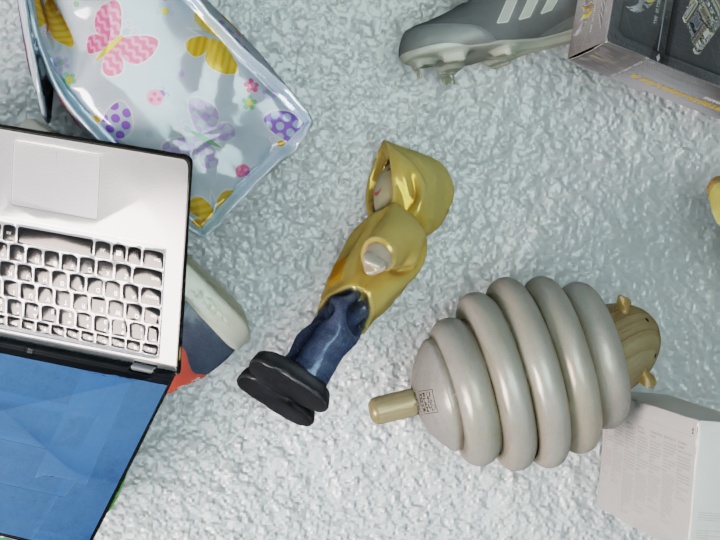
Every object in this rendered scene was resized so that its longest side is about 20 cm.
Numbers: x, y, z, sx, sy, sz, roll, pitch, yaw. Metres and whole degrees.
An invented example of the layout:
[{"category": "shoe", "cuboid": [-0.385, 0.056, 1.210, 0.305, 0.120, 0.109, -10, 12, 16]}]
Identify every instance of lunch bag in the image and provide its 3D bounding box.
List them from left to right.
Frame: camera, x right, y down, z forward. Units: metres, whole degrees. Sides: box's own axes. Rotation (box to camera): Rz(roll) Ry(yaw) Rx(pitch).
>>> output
[{"category": "lunch bag", "cuboid": [-0.139, -0.125, 1.185, 0.127, 0.170, 0.200, -43, 100, -2]}]

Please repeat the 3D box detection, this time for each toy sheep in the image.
[{"category": "toy sheep", "cuboid": [0.101, 0.068, 1.248, 0.199, 0.138, 0.139, -19, 95, -8]}]

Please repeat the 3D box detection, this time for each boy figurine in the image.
[{"category": "boy figurine", "cuboid": [0.000, 0.000, 1.239, 0.064, 0.124, 0.201, 32, 69, -4]}]

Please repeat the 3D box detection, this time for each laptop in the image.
[{"category": "laptop", "cuboid": [-0.206, 0.029, 1.087, 0.186, 0.116, 0.202, 10, 105, 17]}]

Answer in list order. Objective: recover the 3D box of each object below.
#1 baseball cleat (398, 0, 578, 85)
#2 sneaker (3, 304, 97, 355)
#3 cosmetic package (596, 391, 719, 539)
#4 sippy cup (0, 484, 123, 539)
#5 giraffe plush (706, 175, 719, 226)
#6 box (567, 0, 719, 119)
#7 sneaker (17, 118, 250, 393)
[{"category": "baseball cleat", "cuboid": [0.111, -0.189, 1.282, 0.198, 0.070, 0.107, -12, 88, -18]}, {"category": "sneaker", "cuboid": [-0.195, -0.012, 1.174, 0.200, 0.074, 0.087, 39, 120, 15]}, {"category": "cosmetic package", "cuboid": [0.202, 0.126, 1.231, 0.050, 0.200, 0.083, 3, 92, -8]}, {"category": "sippy cup", "cuboid": [-0.239, 0.100, 1.202, 0.176, 0.139, 0.132, 5, 80, -21]}, {"category": "giraffe plush", "cuboid": [0.326, 0.015, 1.284, 0.199, 0.172, 0.163, -19, 116, -18]}, {"category": "box", "cuboid": [0.227, -0.209, 1.264, 0.157, 0.048, 0.202, 16, 76, -22]}, {"category": "sneaker", "cuboid": [-0.164, -0.005, 1.235, 0.084, 0.075, 0.200, -43, 93, 2]}]
